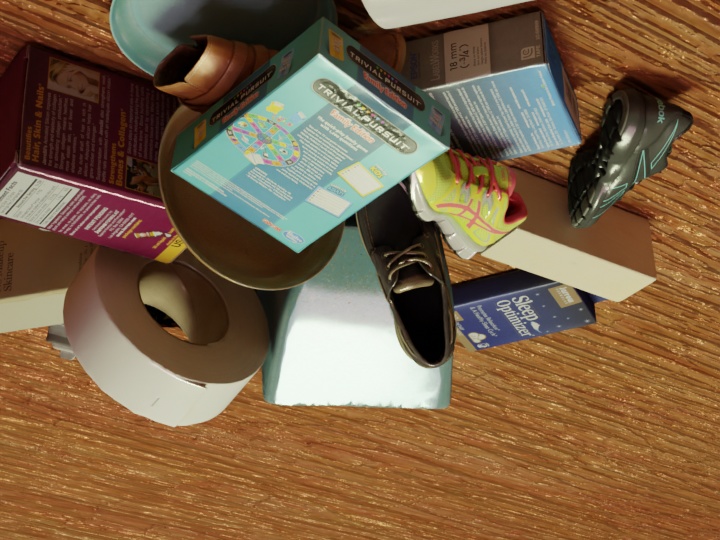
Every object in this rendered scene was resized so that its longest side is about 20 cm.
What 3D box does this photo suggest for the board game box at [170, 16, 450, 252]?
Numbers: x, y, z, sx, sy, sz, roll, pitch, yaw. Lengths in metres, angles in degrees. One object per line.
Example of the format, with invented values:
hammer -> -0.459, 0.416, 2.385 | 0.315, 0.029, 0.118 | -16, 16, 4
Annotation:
board game box -> -0.043, -0.111, 1.386 | 0.150, 0.047, 0.199 | 33, 133, -30

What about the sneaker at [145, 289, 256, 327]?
sneaker -> -0.206, 0.032, 1.820 | 0.197, 0.071, 0.090 | 0, -179, -22

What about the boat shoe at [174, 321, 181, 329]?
boat shoe -> -0.163, -0.017, 1.691 | 0.066, 0.057, 0.201 | 1, 137, -23

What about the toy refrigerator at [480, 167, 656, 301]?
toy refrigerator -> 0.217, -0.034, 1.709 | 0.198, 0.077, 0.070 | 17, 145, -31

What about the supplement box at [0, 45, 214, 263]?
supplement box -> -0.241, -0.104, 1.493 | 0.198, 0.132, 0.103 | 17, 147, -29

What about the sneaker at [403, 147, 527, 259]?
sneaker -> 0.097, -0.083, 1.499 | 0.089, 0.079, 0.200 | -22, 153, 17

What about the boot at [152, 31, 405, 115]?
boot -> -0.071, -0.176, 1.402 | 0.154, 0.078, 0.199 | 27, 147, -35

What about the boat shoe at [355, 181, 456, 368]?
boat shoe -> 0.050, -0.002, 1.512 | 0.074, 0.202, 0.073 | -22, -166, -3

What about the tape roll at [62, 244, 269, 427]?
tape roll -> -0.190, 0.052, 1.586 | 0.201, 0.204, 0.071 | 18, 131, -32

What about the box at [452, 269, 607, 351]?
box -> 0.196, 0.039, 1.881 | 0.198, 0.033, 0.121 | -16, 148, 20

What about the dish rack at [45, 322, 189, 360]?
dish rack -> -0.234, 0.090, 1.740 | 0.198, 0.044, 0.171 | 11, 180, 40

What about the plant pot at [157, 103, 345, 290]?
plant pot -> -0.103, -0.075, 1.488 | 0.198, 0.203, 0.027 | 16, 153, -30

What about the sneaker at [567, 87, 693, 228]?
sneaker -> 0.262, -0.102, 1.595 | 0.078, 0.076, 0.201 | 3, 150, -14

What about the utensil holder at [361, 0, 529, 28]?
utensil holder -> 0.095, -0.275, 1.184 | 0.197, 0.172, 0.170 | -11, 150, 17

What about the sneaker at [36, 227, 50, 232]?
sneaker -> -0.265, -0.086, 1.596 | 0.198, 0.078, 0.085 | 7, 146, -37

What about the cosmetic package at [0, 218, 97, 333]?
cosmetic package -> -0.355, 0.002, 1.699 | 0.197, 0.105, 0.073 | -9, 150, 9

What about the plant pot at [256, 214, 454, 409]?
plant pot -> 0.000, 0.000, 1.640 | 0.193, 0.197, 0.202 | 2, 129, -8

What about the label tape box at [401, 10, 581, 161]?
label tape box -> 0.093, -0.157, 1.495 | 0.197, 0.064, 0.144 | -11, 150, 16

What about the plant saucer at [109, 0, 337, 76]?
plant saucer -> -0.118, -0.224, 1.398 | 0.197, 0.028, 0.201 | -2, 151, -1
